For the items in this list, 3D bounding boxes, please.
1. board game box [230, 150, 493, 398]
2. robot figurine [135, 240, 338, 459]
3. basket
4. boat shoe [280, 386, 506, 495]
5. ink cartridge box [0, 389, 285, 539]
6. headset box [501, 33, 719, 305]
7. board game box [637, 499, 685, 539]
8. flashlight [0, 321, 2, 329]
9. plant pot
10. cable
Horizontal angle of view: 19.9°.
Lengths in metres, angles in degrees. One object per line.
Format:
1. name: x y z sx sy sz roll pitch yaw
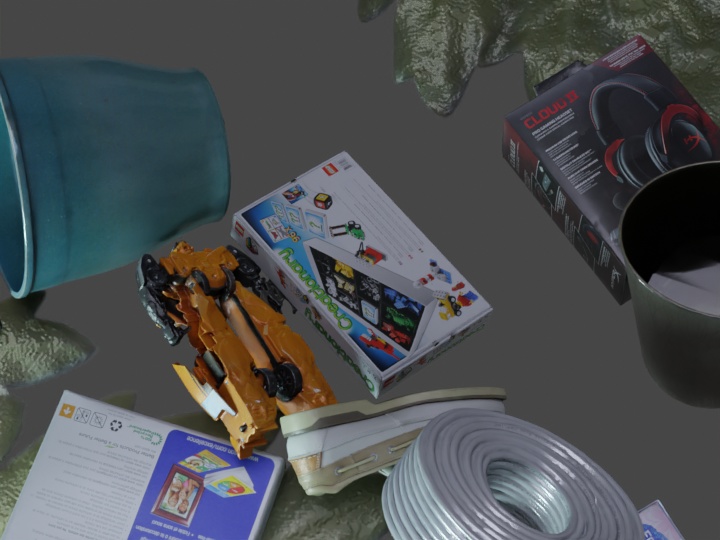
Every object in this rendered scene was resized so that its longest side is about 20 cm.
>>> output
1. board game box: 0.000 0.000 1.731 0.126 0.035 0.200 -31 66 -27
2. robot figurine: -0.107 0.058 1.688 0.145 0.058 0.200 -6 51 -44
3. basket: 0.286 0.020 1.632 0.179 0.200 0.137 5 64 4
4. boat shoe: 0.031 0.135 1.644 0.199 0.075 0.069 -8 82 -26
5. ink cartridge box: -0.183 0.216 1.647 0.197 0.047 0.201 17 68 9
6. headset box: 0.225 -0.095 1.760 0.148 0.075 0.200 -31 67 -11
7. board game box: 0.201 0.311 1.584 0.199 0.041 0.200 -28 66 -10
8. flashlight: -0.403 0.060 1.717 0.199 0.068 0.068 -24 68 -10
9. plant pot: -0.214 -0.090 1.722 0.187 0.200 0.201 -10 63 -19
10. cable: 0.116 0.187 1.537 0.200 0.069 0.200 -7 46 -49
